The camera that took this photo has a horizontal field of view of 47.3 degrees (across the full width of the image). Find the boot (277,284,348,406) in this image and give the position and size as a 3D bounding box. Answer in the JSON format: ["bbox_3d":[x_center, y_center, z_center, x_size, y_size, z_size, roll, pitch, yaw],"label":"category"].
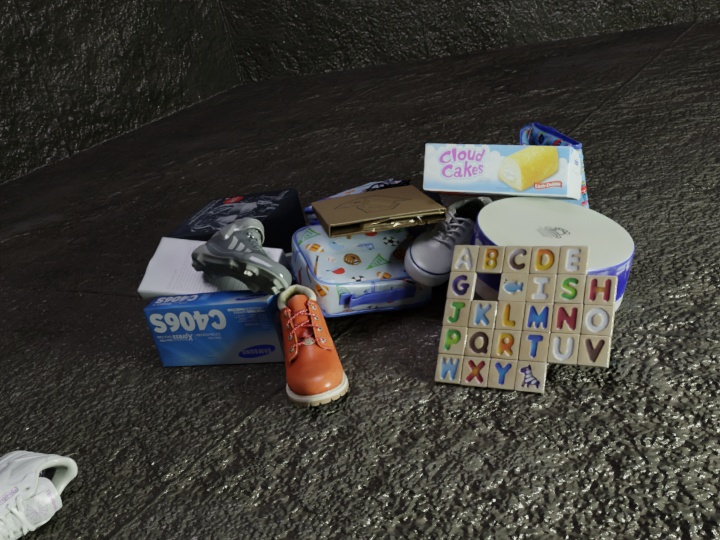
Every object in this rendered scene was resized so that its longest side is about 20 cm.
[{"bbox_3d":[-0.068,0.090,1.018,0.075,0.107,0.200,-15,23,-6],"label":"boot"}]

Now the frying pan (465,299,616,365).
[{"bbox_3d":[0.210,0.075,0.981,0.190,0.031,0.115,11,28,18],"label":"frying pan"}]

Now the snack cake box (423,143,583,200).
[{"bbox_3d":[0.199,-0.136,1.141,0.200,0.067,0.115,4,4,22],"label":"snack cake box"}]

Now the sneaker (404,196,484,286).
[{"bbox_3d":[0.119,-0.049,1.143,0.073,0.071,0.200,30,36,7],"label":"sneaker"}]

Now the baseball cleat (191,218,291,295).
[{"bbox_3d":[-0.150,-0.027,1.113,0.200,0.070,0.106,13,56,41],"label":"baseball cleat"}]

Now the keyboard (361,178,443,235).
[{"bbox_3d":[0.048,-0.102,1.312,0.200,0.104,0.040,-11,-26,-27],"label":"keyboard"}]

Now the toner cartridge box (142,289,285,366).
[{"bbox_3d":[-0.195,0.080,1.136,0.200,0.095,0.043,-5,24,23],"label":"toner cartridge box"}]

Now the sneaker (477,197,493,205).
[{"bbox_3d":[0.209,-0.049,1.205,0.075,0.090,0.200,-18,22,-9],"label":"sneaker"}]

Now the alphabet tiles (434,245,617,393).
[{"bbox_3d":[0.183,0.052,0.921,0.200,0.167,0.008,1,-16,34],"label":"alphabet tiles"}]

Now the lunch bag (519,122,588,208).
[{"bbox_3d":[0.288,-0.142,1.303,0.094,0.151,0.200,-13,22,3],"label":"lunch bag"}]

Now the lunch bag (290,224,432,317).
[{"bbox_3d":[0.000,0.000,1.162,0.200,0.076,0.160,-7,38,-21],"label":"lunch bag"}]

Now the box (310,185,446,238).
[{"bbox_3d":[0.020,-0.087,1.186,0.163,0.021,0.200,-9,16,-7],"label":"box"}]

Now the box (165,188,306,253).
[{"bbox_3d":[-0.217,-0.060,1.480,0.182,0.104,0.200,-5,24,19],"label":"box"}]

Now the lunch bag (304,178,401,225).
[{"bbox_3d":[-0.007,-0.105,1.439,0.160,0.076,0.200,-19,8,-21],"label":"lunch bag"}]

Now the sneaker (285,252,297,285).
[{"bbox_3d":[-0.139,0.024,1.263,0.200,0.075,0.106,-22,22,-21],"label":"sneaker"}]

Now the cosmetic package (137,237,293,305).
[{"bbox_3d":[-0.210,0.018,1.207,0.200,0.071,0.101,7,57,17],"label":"cosmetic package"}]

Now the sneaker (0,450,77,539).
[{"bbox_3d":[-0.377,0.251,0.854,0.100,0.075,0.200,-7,23,21],"label":"sneaker"}]

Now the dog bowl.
[{"bbox_3d":[0.238,-0.017,1.039,0.200,0.079,0.200,5,30,-3],"label":"dog bowl"}]
